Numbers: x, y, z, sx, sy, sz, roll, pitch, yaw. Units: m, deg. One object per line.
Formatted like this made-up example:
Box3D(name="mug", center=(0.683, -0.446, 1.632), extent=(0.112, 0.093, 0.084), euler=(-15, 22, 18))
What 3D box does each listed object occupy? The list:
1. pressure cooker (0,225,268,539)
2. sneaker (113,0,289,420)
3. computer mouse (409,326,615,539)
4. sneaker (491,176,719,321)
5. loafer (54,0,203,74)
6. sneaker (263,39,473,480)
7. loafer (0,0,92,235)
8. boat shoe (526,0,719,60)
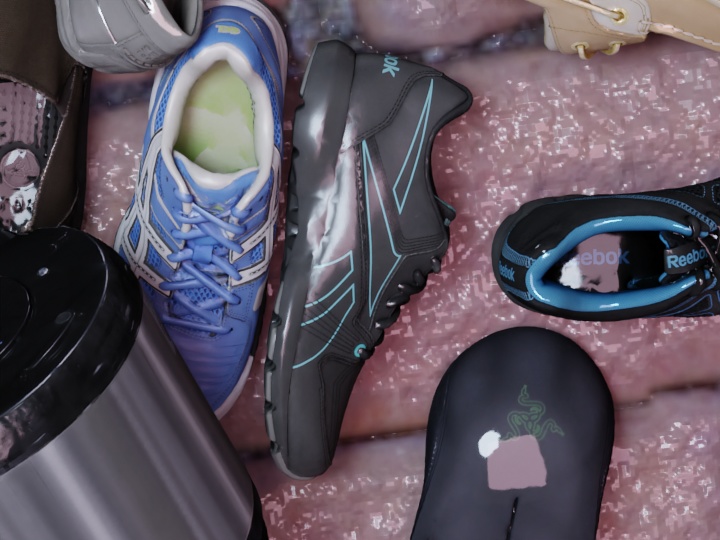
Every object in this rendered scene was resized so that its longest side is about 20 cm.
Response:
Box3D(name="pressure cooker", center=(-0.134, 0.104, 0.995), extent=(0.179, 0.176, 0.200), euler=(-9, 127, 27))
Box3D(name="sneaker", center=(-0.074, -0.023, 1.046), extent=(0.076, 0.077, 0.200), euler=(4, 102, -2))
Box3D(name="computer mouse", center=(0.072, 0.127, 1.083), extent=(0.138, 0.053, 0.200), euler=(5, 100, 0))
Box3D(name="sneaker", center=(0.161, -0.006, 1.044), extent=(0.200, 0.082, 0.073), euler=(-10, 98, 1))
Box3D(name="loafer", center=(-0.100, -0.186, 1.006), extent=(0.070, 0.070, 0.200), euler=(-8, 91, 42))
Box3D(name="sneaker", center=(0.000, 0.000, 1.050), extent=(0.079, 0.075, 0.200), euler=(8, 100, -3))
Box3D(name="loafer", center=(-0.150, -0.097, 1.036), extent=(0.073, 0.071, 0.200), euler=(-3, 100, 1))
Box3D(name="boat shoe", center=(0.097, -0.130, 1.034), extent=(0.200, 0.074, 0.069), euler=(24, 111, -3))
